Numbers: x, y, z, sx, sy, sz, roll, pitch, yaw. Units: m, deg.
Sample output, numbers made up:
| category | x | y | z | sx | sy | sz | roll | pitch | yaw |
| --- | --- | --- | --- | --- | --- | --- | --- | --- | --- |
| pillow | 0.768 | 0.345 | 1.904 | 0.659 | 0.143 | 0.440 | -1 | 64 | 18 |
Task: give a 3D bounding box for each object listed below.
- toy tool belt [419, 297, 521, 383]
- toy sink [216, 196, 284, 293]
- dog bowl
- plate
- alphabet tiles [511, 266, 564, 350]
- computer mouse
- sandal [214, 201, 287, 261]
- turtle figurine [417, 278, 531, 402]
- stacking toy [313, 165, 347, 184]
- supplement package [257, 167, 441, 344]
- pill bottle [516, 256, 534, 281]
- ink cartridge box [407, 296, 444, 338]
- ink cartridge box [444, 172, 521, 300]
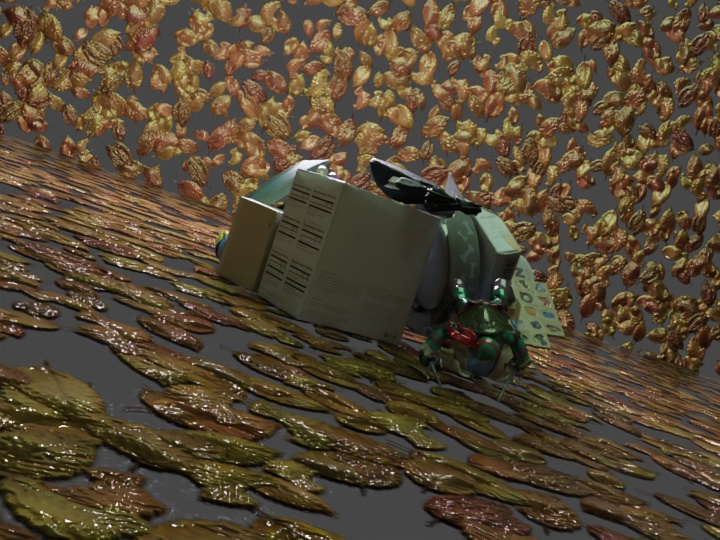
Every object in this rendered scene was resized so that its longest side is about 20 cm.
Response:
| category | x | y | z | sx | sy | sz | roll | pitch | yaw |
| --- | --- | --- | --- | --- | --- | --- | --- | --- | --- |
| toy tool belt | 0.168 | 0.087 | 1.357 | 0.124 | 0.125 | 0.198 | 22 | 5 | 41 |
| toy sink | -0.110 | -0.023 | 1.493 | 0.111 | 0.132 | 0.198 | 22 | 4 | 44 |
| dog bowl | 0.125 | -0.013 | 1.445 | 0.058 | 0.204 | 0.200 | 1 | 9 | -19 |
| plate | -0.141 | -0.142 | 1.581 | 0.026 | 0.199 | 0.200 | 57 | 2 | -3 |
| alphabet tiles | 0.250 | 0.053 | 1.540 | 0.164 | 0.006 | 0.202 | 10 | 38 | -13 |
| computer mouse | 0.068 | -0.115 | 1.339 | 0.199 | 0.047 | 0.139 | 29 | 13 | 34 |
| sandal | -0.171 | -0.052 | 1.597 | 0.080 | 0.198 | 0.087 | 60 | 15 | -11 |
| turtle figurine | 0.157 | 0.082 | 1.198 | 0.147 | 0.102 | 0.201 | 16 | 32 | -3 |
| stacking toy | -0.001 | -0.093 | 1.538 | 0.198 | 0.086 | 0.085 | 27 | 2 | -9 |
| supplement package | -0.019 | -0.022 | 1.381 | 0.189 | 0.203 | 0.146 | 17 | 4 | -35 |
| pill bottle | 0.233 | 0.054 | 1.701 | 0.109 | 0.112 | 0.201 | 18 | -33 | -4 |
| ink cartridge box | 0.123 | 0.021 | 1.561 | 0.198 | 0.174 | 0.044 | 32 | -29 | 16 |
| ink cartridge box | 0.178 | -0.033 | 1.474 | 0.049 | 0.164 | 0.202 | -4 | 44 | -18 |
